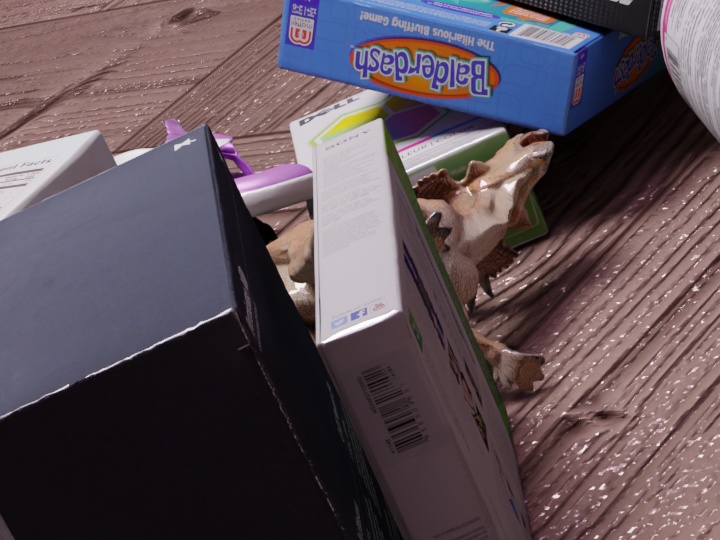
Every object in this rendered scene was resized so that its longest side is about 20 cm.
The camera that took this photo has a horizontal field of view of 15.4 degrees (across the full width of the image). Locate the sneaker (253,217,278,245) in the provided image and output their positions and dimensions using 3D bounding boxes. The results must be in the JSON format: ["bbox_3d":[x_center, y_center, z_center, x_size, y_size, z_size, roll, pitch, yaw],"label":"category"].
[{"bbox_3d":[-0.061,0.004,1.288,0.079,0.074,0.200,-27,20,-21],"label":"sneaker"}]

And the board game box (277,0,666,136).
[{"bbox_3d":[0.069,-0.125,1.339,0.152,0.045,0.200,15,22,21],"label":"board game box"}]

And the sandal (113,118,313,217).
[{"bbox_3d":[-0.099,-0.047,1.303,0.082,0.050,0.202,-22,13,-38],"label":"sandal"}]

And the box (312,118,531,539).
[{"bbox_3d":[0.023,0.042,1.003,0.036,0.145,0.200,-21,21,8],"label":"box"}]

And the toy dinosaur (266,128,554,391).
[{"bbox_3d":[0.000,0.000,1.165,0.199,0.086,0.136,-8,17,-11],"label":"toy dinosaur"}]

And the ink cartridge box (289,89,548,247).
[{"bbox_3d":[0.024,-0.057,1.350,0.104,0.059,0.200,-23,21,4],"label":"ink cartridge box"}]

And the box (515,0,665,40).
[{"bbox_3d":[0.133,-0.168,1.350,0.160,0.044,0.200,20,22,32],"label":"box"}]

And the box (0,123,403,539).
[{"bbox_3d":[-0.058,0.073,0.968,0.104,0.182,0.200,-24,21,3],"label":"box"}]

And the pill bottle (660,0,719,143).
[{"bbox_3d":[0.205,-0.083,1.141,0.113,0.114,0.200,-24,22,2],"label":"pill bottle"}]

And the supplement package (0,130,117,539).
[{"bbox_3d":[-0.189,0.060,1.179,0.150,0.152,0.200,-9,26,36],"label":"supplement package"}]
